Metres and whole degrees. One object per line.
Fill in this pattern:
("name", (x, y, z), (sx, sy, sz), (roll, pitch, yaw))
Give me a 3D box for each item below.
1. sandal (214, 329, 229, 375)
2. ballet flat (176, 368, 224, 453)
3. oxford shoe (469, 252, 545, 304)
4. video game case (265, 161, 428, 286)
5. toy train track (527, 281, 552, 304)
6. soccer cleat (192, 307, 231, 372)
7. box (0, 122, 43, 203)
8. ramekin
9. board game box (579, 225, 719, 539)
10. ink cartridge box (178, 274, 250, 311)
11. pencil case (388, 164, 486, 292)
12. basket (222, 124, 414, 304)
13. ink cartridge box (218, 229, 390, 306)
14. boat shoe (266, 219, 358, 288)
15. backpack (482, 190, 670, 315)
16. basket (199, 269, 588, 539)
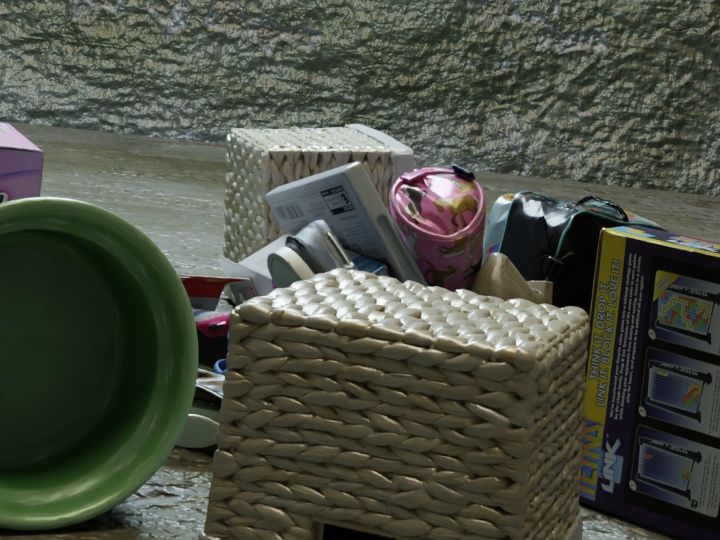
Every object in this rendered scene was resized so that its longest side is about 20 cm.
("sandal", (-0.047, 0.086, 1.251), (0.198, 0.088, 0.079), (17, 12, 39))
("ballet flat", (-0.157, 0.094, 1.194), (0.197, 0.069, 0.068), (9, 19, 16))
("oxford shoe", (0.147, 0.054, 1.392), (0.070, 0.076, 0.200), (6, -24, 26))
("video game case", (0.000, 0.000, 1.400), (0.023, 0.184, 0.200), (-32, 9, -21))
("toy train track", (0.104, 0.025, 1.533), (0.032, 0.116, 0.199), (7, -7, -35))
("soccer cleat", (-0.114, 0.061, 1.386), (0.197, 0.071, 0.086), (10, 11, 17))
("box", (-0.318, -0.011, 1.279), (0.095, 0.203, 0.176), (2, 10, -21))
("ramekin", (-0.210, 0.053, 1.019), (0.198, 0.203, 0.097), (2, 4, -27))
("board game box", (0.235, 0.082, 1.125), (0.164, 0.203, 0.056), (16, 15, 42))
("ink cartridge box", (-0.203, 0.029, 1.449), (0.159, 0.051, 0.200), (3, -3, -24))
("pencil case", (0.066, -0.002, 1.390), (0.082, 0.201, 0.087), (11, 54, 11))
("basket", (-0.047, -0.044, 1.677), (0.159, 0.201, 0.200), (-1, 12, -18))
("ink cartridge box", (-0.036, 0.037, 1.404), (0.067, 0.116, 0.199), (-32, 27, -22))
("boat shoe", (0.009, 0.050, 1.257), (0.062, 0.200, 0.075), (-38, -8, -23))
("backpack", (0.210, 0.013, 1.586), (0.198, 0.178, 0.153), (5, 13, -34))
("basket", (0.031, 0.099, 0.973), (0.196, 0.163, 0.200), (9, 8, 17))
